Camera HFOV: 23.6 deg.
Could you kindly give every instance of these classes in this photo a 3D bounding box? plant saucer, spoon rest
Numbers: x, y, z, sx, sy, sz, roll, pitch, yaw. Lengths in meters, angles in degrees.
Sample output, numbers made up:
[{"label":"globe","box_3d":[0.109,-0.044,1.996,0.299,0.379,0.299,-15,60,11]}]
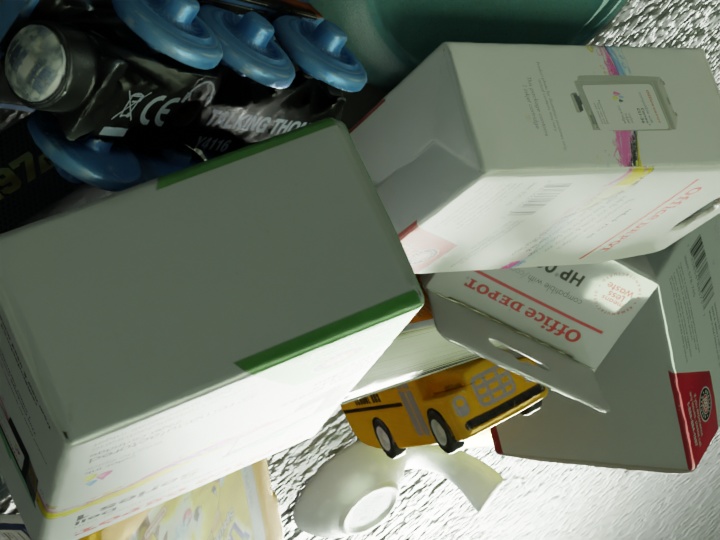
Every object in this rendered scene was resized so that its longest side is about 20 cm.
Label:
[{"label":"plant saucer","box_3d":[0.066,-0.158,0.768,0.199,0.027,0.201,-18,133,-21]},{"label":"spoon rest","box_3d":[0.025,0.168,1.372,0.199,0.061,0.100,4,126,-45]}]

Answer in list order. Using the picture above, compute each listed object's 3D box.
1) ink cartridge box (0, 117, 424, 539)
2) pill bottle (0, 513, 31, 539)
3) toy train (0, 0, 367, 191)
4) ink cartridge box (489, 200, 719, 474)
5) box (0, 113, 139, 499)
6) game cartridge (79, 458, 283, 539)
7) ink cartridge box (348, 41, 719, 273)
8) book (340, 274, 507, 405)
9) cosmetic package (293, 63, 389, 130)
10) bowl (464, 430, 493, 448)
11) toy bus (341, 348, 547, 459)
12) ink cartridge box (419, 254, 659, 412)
[{"label":"ink cartridge box","box_3d":[-0.075,0.033,0.699,0.144,0.084,0.200,-22,167,-20]},{"label":"pill bottle","box_3d":[-0.209,0.183,0.904,0.111,0.111,0.200,-51,157,9]},{"label":"toy train","box_3d":[-0.082,-0.088,0.685,0.087,0.114,0.200,-53,157,20]},{"label":"ink cartridge box","box_3d":[0.177,0.013,1.137,0.200,0.144,0.146,-45,127,-46]},{"label":"box","box_3d":[-0.157,0.020,0.809,0.157,0.051,0.200,-35,154,-23]},{"label":"game cartridge","box_3d":[-0.097,0.164,0.972,0.176,0.032,0.201,-54,143,-47]},{"label":"ink cartridge box","box_3d":[0.097,-0.053,0.827,0.199,0.068,0.116,-3,159,-35]},{"label":"book","box_3d":[0.000,0.000,0.946,0.200,0.134,0.048,-11,138,-52]},{"label":"cosmetic package","box_3d":[0.051,-0.130,0.899,0.200,0.073,0.104,-43,157,-10]},{"label":"bowl","box_3d":[0.118,0.066,1.287,0.200,0.108,0.200,-37,154,-21]},{"label":"toy bus","box_3d":[0.043,0.069,1.082,0.065,0.079,0.200,-24,180,-19]},{"label":"ink cartridge box","box_3d":[0.090,-0.020,0.955,0.115,0.200,0.068,25,115,-20]}]
